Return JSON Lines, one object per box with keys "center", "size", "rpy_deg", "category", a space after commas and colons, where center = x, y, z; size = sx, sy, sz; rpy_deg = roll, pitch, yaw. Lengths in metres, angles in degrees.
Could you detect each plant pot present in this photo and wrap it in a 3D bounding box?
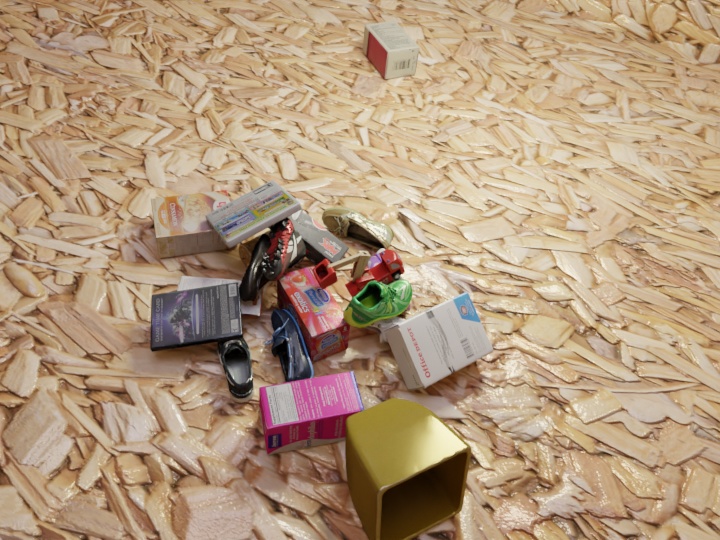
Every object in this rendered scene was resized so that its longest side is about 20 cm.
{"center": [0.064, 0.359, 1.311], "size": [0.193, 0.196, 0.200], "rpy_deg": [-19, 41, -24], "category": "plant pot"}

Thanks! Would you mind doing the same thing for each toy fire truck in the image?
{"center": [0.000, 0.000, 1.614], "size": [0.198, 0.142, 0.049], "rpy_deg": [-31, 49, -5], "category": "toy fire truck"}

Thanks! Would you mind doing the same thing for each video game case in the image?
{"center": [-0.262, -0.141, 1.699], "size": [0.198, 0.022, 0.182], "rpy_deg": [-30, 35, -14], "category": "video game case"}
{"center": [-0.363, 0.100, 1.550], "size": [0.197, 0.019, 0.144], "rpy_deg": [-9, 53, -4], "category": "video game case"}

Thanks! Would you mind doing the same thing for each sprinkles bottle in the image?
{"center": [-0.212, -0.076, 1.779], "size": [0.199, 0.069, 0.068], "rpy_deg": [-30, 56, -31], "category": "sprinkles bottle"}

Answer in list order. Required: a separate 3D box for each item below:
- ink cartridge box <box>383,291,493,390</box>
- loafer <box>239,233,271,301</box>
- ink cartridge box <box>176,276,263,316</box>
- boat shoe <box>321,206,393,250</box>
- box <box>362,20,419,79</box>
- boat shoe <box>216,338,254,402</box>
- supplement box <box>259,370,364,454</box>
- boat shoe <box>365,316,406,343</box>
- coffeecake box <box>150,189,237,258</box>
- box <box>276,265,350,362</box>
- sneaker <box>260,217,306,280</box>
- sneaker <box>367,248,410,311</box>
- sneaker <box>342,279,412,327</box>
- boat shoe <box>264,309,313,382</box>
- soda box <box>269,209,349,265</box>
{"center": [0.172, 0.156, 1.547], "size": [0.198, 0.084, 0.147], "rpy_deg": [-22, 86, -26], "category": "ink cartridge box"}
{"center": [-0.226, -0.004, 1.639], "size": [0.071, 0.073, 0.202], "rpy_deg": [25, 46, -14], "category": "loafer"}
{"center": [-0.328, 0.074, 1.632], "size": [0.197, 0.051, 0.110], "rpy_deg": [5, 45, -4], "category": "ink cartridge box"}
{"center": [-0.013, -0.106, 1.834], "size": [0.198, 0.074, 0.063], "rpy_deg": [23, 42, 5], "category": "boat shoe"}
{"center": [0.105, -0.783, 2.485], "size": [0.126, 0.110, 0.201], "rpy_deg": [-14, 48, -19], "category": "box"}
{"center": [-0.269, 0.187, 1.519], "size": [0.075, 0.061, 0.201], "rpy_deg": [-13, 49, -19], "category": "boat shoe"}
{"center": [-0.101, 0.286, 1.414], "size": [0.197, 0.102, 0.104], "rpy_deg": [-7, 47, -13], "category": "supplement box"}
{"center": [0.061, 0.137, 1.613], "size": [0.198, 0.071, 0.070], "rpy_deg": [23, 73, 5], "category": "boat shoe"}
{"center": [-0.426, -0.122, 1.795], "size": [0.197, 0.074, 0.155], "rpy_deg": [-9, 46, -16], "category": "coffeecake box"}
{"center": [-0.111, 0.096, 1.604], "size": [0.099, 0.096, 0.201], "rpy_deg": [-17, 49, -22], "category": "box"}
{"center": [-0.172, -0.036, 1.624], "size": [0.070, 0.098, 0.202], "rpy_deg": [-32, 29, 25], "category": "sneaker"}
{"center": [0.056, 0.034, 1.705], "size": [0.087, 0.081, 0.201], "rpy_deg": [-18, 45, -14], "category": "sneaker"}
{"center": [0.050, 0.063, 1.556], "size": [0.199, 0.084, 0.074], "rpy_deg": [-25, 57, -39], "category": "sneaker"}
{"center": [-0.164, 0.163, 1.539], "size": [0.068, 0.085, 0.201], "rpy_deg": [-6, 43, -28], "category": "boat shoe"}
{"center": [-0.129, -0.083, 1.742], "size": [0.199, 0.063, 0.071], "rpy_deg": [39, 59, -5], "category": "soda box"}
